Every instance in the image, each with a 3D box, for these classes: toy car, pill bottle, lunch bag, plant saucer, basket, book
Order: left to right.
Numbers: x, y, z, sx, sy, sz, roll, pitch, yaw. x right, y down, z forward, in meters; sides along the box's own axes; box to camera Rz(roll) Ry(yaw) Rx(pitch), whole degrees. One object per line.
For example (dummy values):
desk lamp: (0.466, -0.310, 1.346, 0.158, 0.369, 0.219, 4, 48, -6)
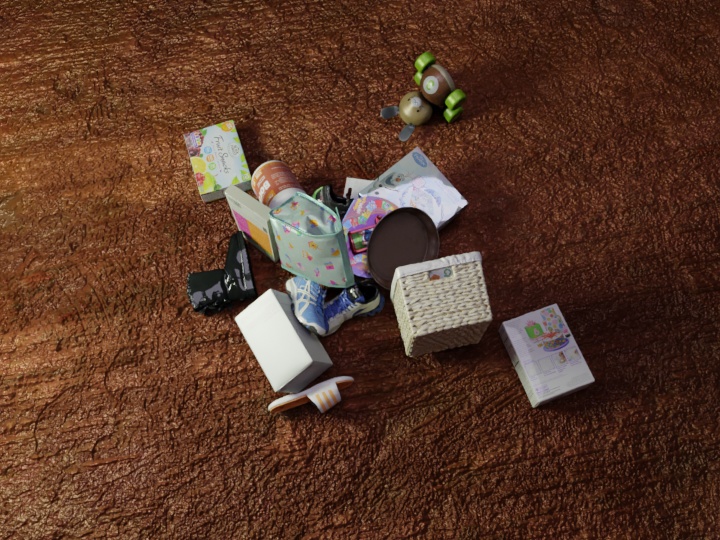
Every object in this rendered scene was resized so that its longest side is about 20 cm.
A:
book: (-0.255, -0.113, 1.611, 0.133, 0.201, 0.048, 33, 70, 14)
pill bottle: (-0.191, -0.178, 1.659, 0.111, 0.113, 0.201, -25, 48, -11)
lunch bag: (-0.096, -0.061, 1.510, 0.198, 0.172, 0.122, 25, 52, 34)
plant saucer: (0.095, -0.053, 1.568, 0.199, 0.202, 0.034, -33, 27, -14)
toy car: (0.157, -0.451, 1.798, 0.199, 0.158, 0.165, -37, 80, -3)
basket: (0.179, 0.078, 1.484, 0.195, 0.200, 0.163, -11, 68, -5)

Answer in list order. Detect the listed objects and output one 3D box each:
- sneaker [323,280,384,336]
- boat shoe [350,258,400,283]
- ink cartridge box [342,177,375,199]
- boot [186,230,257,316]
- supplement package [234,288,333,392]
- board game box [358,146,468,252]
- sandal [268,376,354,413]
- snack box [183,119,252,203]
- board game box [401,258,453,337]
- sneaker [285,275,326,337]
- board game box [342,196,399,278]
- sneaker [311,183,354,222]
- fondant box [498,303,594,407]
sneaker: (-0.037, 0.076, 1.570, 0.197, 0.116, 0.081, -22, 66, -8)
boat shoe: (0.000, 0.000, 1.635, 0.197, 0.065, 0.073, -4, 100, 0)
ink cartridge box: (0.053, -0.170, 1.716, 0.197, 0.050, 0.110, 9, 68, 5)
boot: (-0.346, 0.007, 1.632, 0.160, 0.074, 0.201, -14, 67, -3)
supplement package: (-0.174, 0.162, 1.514, 0.117, 0.117, 0.201, -38, 68, 10)
board game box: (0.131, -0.174, 1.661, 0.198, 0.043, 0.201, -38, 77, -8)
sandal: (-0.104, 0.298, 1.497, 0.204, 0.079, 0.060, -21, 68, 1)
snack box: (-0.378, -0.292, 1.774, 0.140, 0.053, 0.202, -18, 67, -9)
board game box: (0.163, 0.066, 1.616, 0.124, 0.035, 0.203, 2, 66, 1)
sneaker: (-0.116, 0.069, 1.534, 0.077, 0.076, 0.201, -38, 45, 10)
board game box: (0.024, -0.086, 1.589, 0.157, 0.039, 0.202, 28, 79, 3)
sneaker: (-0.032, -0.133, 1.646, 0.200, 0.077, 0.084, 42, 110, -11)
fondant box: (0.429, 0.196, 1.543, 0.142, 0.058, 0.202, -18, 68, -7)
